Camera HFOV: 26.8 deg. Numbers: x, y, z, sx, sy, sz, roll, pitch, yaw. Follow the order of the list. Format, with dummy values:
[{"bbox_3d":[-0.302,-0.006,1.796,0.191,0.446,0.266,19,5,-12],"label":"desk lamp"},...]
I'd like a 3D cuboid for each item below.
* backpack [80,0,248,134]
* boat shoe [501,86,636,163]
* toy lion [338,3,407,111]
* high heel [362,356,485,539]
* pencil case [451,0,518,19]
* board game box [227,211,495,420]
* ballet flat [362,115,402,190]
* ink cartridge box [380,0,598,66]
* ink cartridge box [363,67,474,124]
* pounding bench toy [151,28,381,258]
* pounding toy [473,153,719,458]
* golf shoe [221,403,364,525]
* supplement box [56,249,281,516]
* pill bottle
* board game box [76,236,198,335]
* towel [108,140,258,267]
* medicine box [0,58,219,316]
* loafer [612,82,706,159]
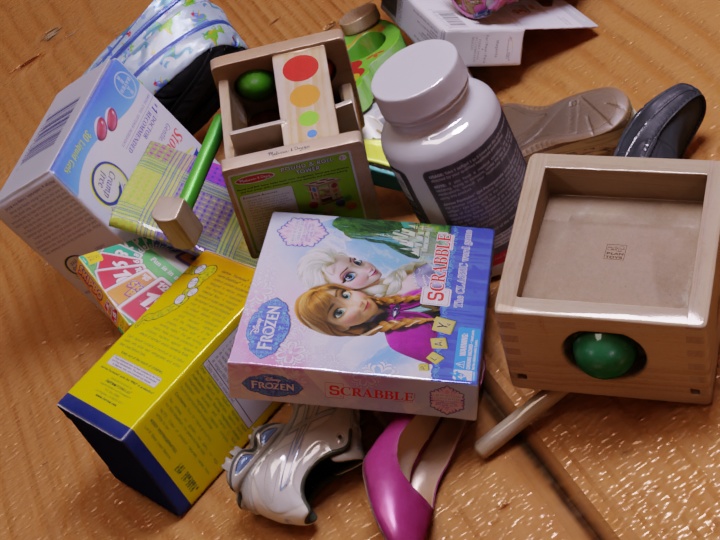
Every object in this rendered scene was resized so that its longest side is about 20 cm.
[{"bbox_3d":[-0.217,-0.209,1.669,0.199,0.163,0.155,-31,70,21],"label":"backpack"},{"bbox_3d":[0.170,-0.117,1.415,0.199,0.063,0.074,-6,58,36],"label":"boat shoe"},{"bbox_3d":[-0.034,-0.197,1.611,0.199,0.069,0.192,-31,26,-5],"label":"toy lion"},{"bbox_3d":[0.056,0.137,1.177,0.096,0.068,0.201,-28,33,19],"label":"high heel"},{"bbox_3d":[0.176,-0.320,1.564,0.199,0.087,0.083,-25,-18,-40],"label":"pencil case"},{"bbox_3d":[0.006,0.032,1.243,0.197,0.041,0.201,4,39,6],"label":"board game box"},{"bbox_3d":[-0.015,-0.121,1.478,0.198,0.067,0.068,8,79,14],"label":"ballet flat"},{"bbox_3d":[0.132,-0.270,1.607,0.172,0.044,0.200,-3,28,-18],"label":"ink cartridge box"},{"bbox_3d":[0.044,-0.180,1.605,0.161,0.057,0.200,-26,15,8],"label":"ink cartridge box"},{"bbox_3d":[-0.094,-0.113,1.370,0.198,0.125,0.157,-13,53,3],"label":"pounding bench toy"},{"bbox_3d":[0.184,0.033,1.166,0.182,0.143,0.201,4,54,19],"label":"pounding toy"},{"bbox_3d":[-0.021,0.128,1.259,0.097,0.078,0.201,22,68,34],"label":"golf shoe"},{"bbox_3d":[-0.149,0.097,1.344,0.109,0.109,0.200,19,58,45],"label":"supplement box"},{"bbox_3d":[0.084,-0.098,1.325,0.110,0.201,0.111,-19,37,15],"label":"pill bottle"},{"bbox_3d":[-0.162,-0.002,1.442,0.199,0.030,0.096,-18,54,-38],"label":"board game box"},{"bbox_3d":[-0.132,-0.050,1.465,0.198,0.023,0.144,21,39,-3],"label":"towel"},{"bbox_3d":[-0.243,-0.075,1.535,0.102,0.200,0.183,-24,33,36],"label":"medicine box"},{"bbox_3d":[0.246,-0.077,1.299,0.070,0.068,0.201,23,67,40],"label":"loafer"}]
